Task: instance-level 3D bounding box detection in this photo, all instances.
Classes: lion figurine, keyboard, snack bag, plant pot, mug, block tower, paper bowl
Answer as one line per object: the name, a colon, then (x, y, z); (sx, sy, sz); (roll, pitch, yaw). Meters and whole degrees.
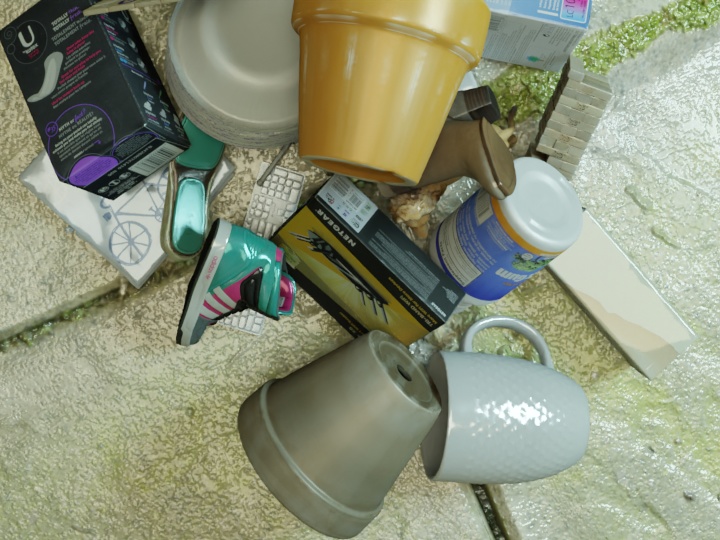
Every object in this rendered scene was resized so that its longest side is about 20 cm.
lion figurine: (0.110, -0.124, 1.317); (0.200, 0.123, 0.073); (-42, 95, 3)
keyboard: (-0.119, -0.025, 1.379); (0.056, 0.011, 0.202); (16, 95, -2)
snack bag: (-0.278, -0.112, 1.364); (0.200, 0.021, 0.189); (40, 93, -5)
plant pot: (0.016, -0.189, 1.162); (0.198, 0.200, 0.186); (12, 87, -2)
mug: (0.168, 0.148, 1.345); (0.173, 0.148, 0.202); (5, 66, -9)
block tower: (0.222, -0.137, 1.315); (0.057, 0.054, 0.202); (18, 118, -3)
paper bowl: (-0.113, -0.244, 1.272); (0.198, 0.104, 0.203); (3, 75, -12)
plant pot: (-0.008, 0.167, 1.288); (0.173, 0.200, 0.200); (-42, 95, 17)

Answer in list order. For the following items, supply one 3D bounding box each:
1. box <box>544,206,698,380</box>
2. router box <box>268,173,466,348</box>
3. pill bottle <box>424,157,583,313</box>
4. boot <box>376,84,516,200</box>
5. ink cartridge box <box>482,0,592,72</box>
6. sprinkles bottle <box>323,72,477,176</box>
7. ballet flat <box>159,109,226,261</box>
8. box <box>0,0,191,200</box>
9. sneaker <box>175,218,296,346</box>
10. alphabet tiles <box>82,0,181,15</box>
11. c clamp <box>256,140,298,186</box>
box: (0.292, 0.023, 1.349); (0.078, 0.095, 0.200); (-42, 93, 4)
router box: (0.000, 0.000, 1.308); (0.200, 0.157, 0.052); (43, 57, -6)
pill bottle: (0.146, -0.030, 1.289); (0.111, 0.200, 0.113); (16, 56, -24)
boot: (0.083, -0.116, 1.223); (0.145, 0.201, 0.070); (-25, 125, 20)
ink cartridge box: (0.148, -0.295, 1.289); (0.197, 0.137, 0.077); (9, 79, -2)
sprinkles bottle: (0.041, -0.174, 1.338); (0.198, 0.068, 0.069); (-21, 96, 2)
ballet flat: (-0.199, -0.111, 1.323); (0.067, 0.062, 0.202); (14, 85, -28)
box: (-0.293, -0.199, 1.273); (0.121, 0.106, 0.202); (-30, 74, 13)
sneaker: (-0.136, 0.030, 1.323); (0.119, 0.084, 0.201); (18, 137, -12)
alphabet tiles: (-0.180, -0.320, 1.250); (0.165, 0.200, 0.008); (-2, 119, 26)
c clamp: (-0.132, -0.229, 1.348); (0.200, 0.027, 0.171); (43, 90, -3)
